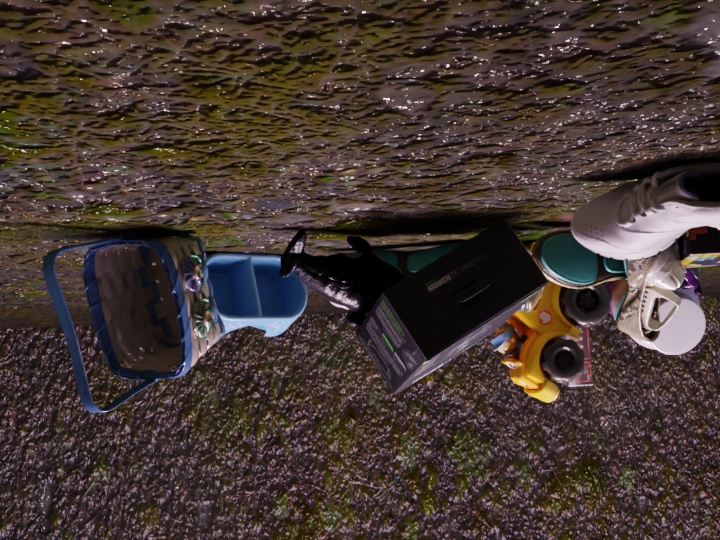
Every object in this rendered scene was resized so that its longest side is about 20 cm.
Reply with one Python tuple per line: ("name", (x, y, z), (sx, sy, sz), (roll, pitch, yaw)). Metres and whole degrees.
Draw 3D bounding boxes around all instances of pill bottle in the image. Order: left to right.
("pill bottle", (0.415, 0.045, 1.694), (0.111, 0.113, 0.200), (-2, -162, -6))

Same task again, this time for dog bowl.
("dog bowl", (-0.154, 0.029, 1.596), (0.199, 0.112, 0.049), (2, 159, -43))

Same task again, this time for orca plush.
("orca plush", (0.000, 0.000, 1.397), (0.071, 0.106, 0.200), (-5, 151, 41))

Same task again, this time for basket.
("basket", (-0.249, 0.041, 1.301), (0.138, 0.178, 0.200), (-5, -166, 38))

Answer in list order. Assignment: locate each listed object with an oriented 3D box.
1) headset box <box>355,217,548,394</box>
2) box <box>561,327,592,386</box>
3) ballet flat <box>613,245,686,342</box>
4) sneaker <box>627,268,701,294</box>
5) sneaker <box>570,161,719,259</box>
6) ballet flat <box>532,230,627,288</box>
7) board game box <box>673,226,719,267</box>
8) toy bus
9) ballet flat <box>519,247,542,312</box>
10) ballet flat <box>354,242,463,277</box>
("headset box", (0.102, 0.043, 1.374), (0.174, 0.093, 0.200), (-30, 170, -18))
("box", (0.323, 0.074, 1.808), (0.040, 0.202, 0.137), (-4, 175, 6))
("ballet flat", (0.347, 0.015, 1.406), (0.075, 0.068, 0.201), (34, 151, 28))
("sneaker", (0.360, -0.004, 1.567), (0.198, 0.088, 0.074), (-2, 175, -8))
("sneaker", (0.268, -0.062, 1.036), (0.199, 0.075, 0.087), (-14, 157, 36))
("ballet flat", (0.276, -0.013, 1.460), (0.199, 0.071, 0.071), (-3, 176, -31))
("board game box", (0.454, -0.039, 1.404), (0.164, 0.057, 0.200), (-2, 176, 7))
("toy bus", (0.226, 0.056, 1.636), (0.191, 0.201, 0.136), (25, 173, -5))
("ballet flat", (0.200, 0.000, 1.499), (0.070, 0.071, 0.200), (-2, -168, -10))
("ballet flat", (0.061, 0.009, 1.603), (0.199, 0.068, 0.067), (-4, 141, 20))
